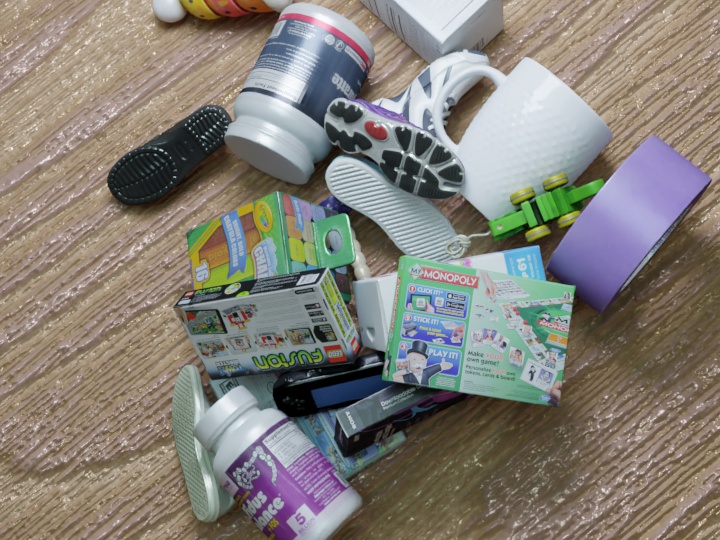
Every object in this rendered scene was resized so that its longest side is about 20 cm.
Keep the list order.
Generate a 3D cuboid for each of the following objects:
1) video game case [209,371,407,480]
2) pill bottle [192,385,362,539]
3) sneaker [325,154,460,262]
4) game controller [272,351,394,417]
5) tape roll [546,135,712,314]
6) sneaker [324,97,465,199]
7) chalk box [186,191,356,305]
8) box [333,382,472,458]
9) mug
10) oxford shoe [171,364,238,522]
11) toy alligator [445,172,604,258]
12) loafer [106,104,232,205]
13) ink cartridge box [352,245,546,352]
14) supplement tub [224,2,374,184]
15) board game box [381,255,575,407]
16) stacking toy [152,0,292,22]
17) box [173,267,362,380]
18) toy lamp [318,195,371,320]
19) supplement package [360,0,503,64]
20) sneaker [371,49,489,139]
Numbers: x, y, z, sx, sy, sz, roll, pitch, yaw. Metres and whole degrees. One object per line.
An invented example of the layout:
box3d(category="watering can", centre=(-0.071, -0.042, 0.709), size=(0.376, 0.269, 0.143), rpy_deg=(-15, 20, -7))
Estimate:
box3d(category="video game case", centre=(-0.067, 0.174, 1.303), size=(0.181, 0.022, 0.201), rpy_deg=(-32, 71, -1))
box3d(category="pill bottle", centre=(-0.101, 0.234, 1.214), size=(0.112, 0.112, 0.200), rpy_deg=(-44, 78, -5))
box3d(category="sneaker", centre=(0.046, -0.086, 1.331), size=(0.199, 0.082, 0.074), rpy_deg=(39, 109, -11))
box3d(category="game controller", centre=(-0.004, 0.133, 1.237), size=(0.198, 0.105, 0.042), rpy_deg=(-12, 54, 0))
box3d(category="tape roll", centre=(0.311, -0.052, 1.214), size=(0.085, 0.200, 0.200), rpy_deg=(41, 83, 14))
box3d(category="sneaker", centre=(0.051, -0.162, 1.278), size=(0.199, 0.083, 0.081), rpy_deg=(35, 126, 21))
box3d(category="chalk box", centre=(-0.096, -0.011, 1.268), size=(0.199, 0.123, 0.126), rpy_deg=(-22, 68, 32))
box3d(category="box", centre=(0.064, 0.150, 1.208), size=(0.198, 0.143, 0.036), rpy_deg=(-23, 73, -9))
box3d(category="mug", centre=(0.179, -0.164, 1.289), size=(0.200, 0.148, 0.176), rpy_deg=(41, 97, -2))
box3d(category="oxford shoe", centre=(-0.191, 0.213, 1.296), size=(0.057, 0.075, 0.202), rpy_deg=(1, 58, -34))
box3d(category="toy alligator", centre=(0.195, -0.062, 1.231), size=(0.198, 0.054, 0.060), rpy_deg=(-24, 83, 17))
box3d(category="loafer", centre=(-0.251, -0.155, 1.413), size=(0.199, 0.071, 0.073), rpy_deg=(-29, 102, 11))
box3d(category="ink cartridge box", centre=(0.101, 0.032, 1.220), size=(0.198, 0.144, 0.086), rpy_deg=(-13, 90, -13))
box3d(category="supplement tub", centre=(-0.079, -0.230, 1.362), size=(0.139, 0.140, 0.202), rpy_deg=(23, 79, 15))
box3d(category="board game box", centre=(0.130, 0.067, 1.135), size=(0.198, 0.029, 0.136), rpy_deg=(10, 84, -12))
box3d(category="stacking toy", centre=(-0.204, -0.397, 1.459), size=(0.198, 0.146, 0.148), rpy_deg=(-21, 70, 23))
box3d(category="box", centre=(-0.107, 0.064, 1.196), size=(0.198, 0.111, 0.035), rpy_deg=(-9, 30, 27))
box3d(category="toy lamp", centre=(0.000, 0.000, 1.326), size=(0.058, 0.058, 0.202), rpy_deg=(-24, 71, 1))
box3d(category="supplement package", centre=(0.083, -0.375, 1.395), size=(0.114, 0.110, 0.200), rpy_deg=(-42, 72, -5))
box3d(category="sneaker", centre=(0.100, -0.187, 1.354), size=(0.198, 0.080, 0.130), rpy_deg=(-28, 73, 0))
